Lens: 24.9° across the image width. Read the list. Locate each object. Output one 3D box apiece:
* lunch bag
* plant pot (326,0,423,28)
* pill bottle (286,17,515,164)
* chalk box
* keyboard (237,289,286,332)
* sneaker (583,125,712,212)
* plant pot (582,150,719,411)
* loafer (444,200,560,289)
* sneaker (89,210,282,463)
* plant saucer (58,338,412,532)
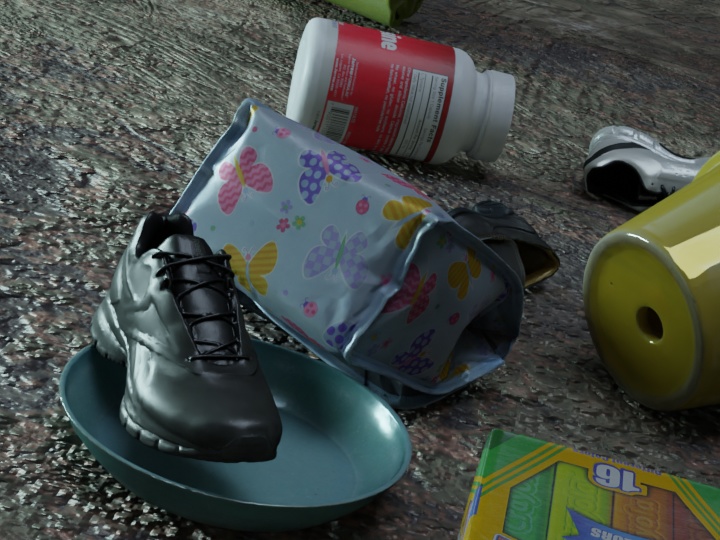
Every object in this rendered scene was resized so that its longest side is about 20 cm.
[{"bbox_3d":[0.000,0.000,1.047,0.170,0.127,0.200,34,3,28],"label":"lunch bag"},{"bbox_3d":[-0.001,-0.400,2.027,0.184,0.201,0.200,32,24,11],"label":"plant pot"},{"bbox_3d":[0.038,-0.162,1.521,0.200,0.112,0.112,11,21,-9],"label":"pill bottle"},{"bbox_3d":[0.089,0.174,0.691,0.124,0.124,0.200,16,21,3],"label":"chalk box"},{"bbox_3d":[-0.032,-0.004,1.196,0.104,0.040,0.200,35,34,19],"label":"keyboard"},{"bbox_3d":[0.305,-0.074,1.558,0.200,0.074,0.080,16,35,17],"label":"sneaker"},{"bbox_3d":[0.269,0.012,1.152,0.189,0.201,0.201,-18,35,-27],"label":"plant pot"},{"bbox_3d":[0.093,-0.006,1.226,0.072,0.073,0.200,27,25,18],"label":"loafer"},{"bbox_3d":[-0.094,0.033,0.877,0.076,0.091,0.200,4,25,-31],"label":"sneaker"},{"bbox_3d":[-0.072,0.093,0.914,0.200,0.036,0.200,13,20,-5],"label":"plant saucer"}]
